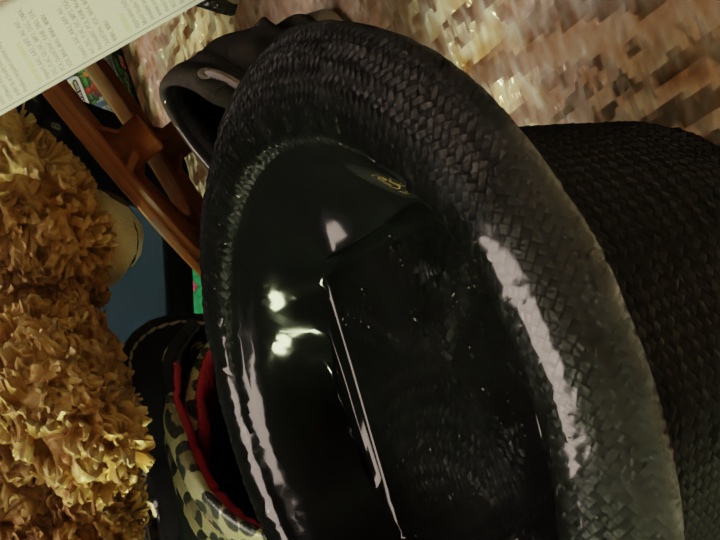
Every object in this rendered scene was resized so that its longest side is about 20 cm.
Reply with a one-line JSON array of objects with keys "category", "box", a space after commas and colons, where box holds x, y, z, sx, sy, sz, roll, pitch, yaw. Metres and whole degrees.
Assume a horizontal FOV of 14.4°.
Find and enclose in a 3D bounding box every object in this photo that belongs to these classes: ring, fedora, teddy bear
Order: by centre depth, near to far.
[{"category": "fedora", "box": [0.041, 0.024, 0.644, 0.201, 0.091, 0.201, 46, 145, 47]}, {"category": "teddy bear", "box": [-0.081, 0.051, 0.775, 0.145, 0.066, 0.201, 88, 170, -60]}, {"category": "ring", "box": [-0.089, -0.071, 0.880, 0.201, 0.019, 0.200, 52, -177, -4]}]

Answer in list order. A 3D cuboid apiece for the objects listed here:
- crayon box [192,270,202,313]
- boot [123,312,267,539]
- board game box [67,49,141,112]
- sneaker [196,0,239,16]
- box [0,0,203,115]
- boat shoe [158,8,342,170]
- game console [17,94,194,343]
[{"category": "crayon box", "box": [-0.161, 0.036, 1.129, 0.119, 0.199, 0.058, -144, 39, -64]}, {"category": "boot", "box": [-0.030, 0.054, 0.834, 0.154, 0.073, 0.204, 85, 165, -48]}, {"category": "board game box", "box": [-0.159, -0.117, 1.151, 0.023, 0.104, 0.201, 3, -113, -74]}, {"category": "sneaker", "box": [-0.062, -0.146, 0.898, 0.200, 0.070, 0.090, -123, 52, -67]}, {"category": "box", "box": [-0.089, -0.111, 0.756, 0.145, 0.200, 0.036, 58, 175, 43]}, {"category": "boat shoe", "box": [0.000, 0.000, 0.820, 0.067, 0.057, 0.200, 90, 157, -45]}, {"category": "game console", "box": [-0.104, -0.014, 0.980, 0.119, 0.172, 0.201, -39, 42, 41]}]
